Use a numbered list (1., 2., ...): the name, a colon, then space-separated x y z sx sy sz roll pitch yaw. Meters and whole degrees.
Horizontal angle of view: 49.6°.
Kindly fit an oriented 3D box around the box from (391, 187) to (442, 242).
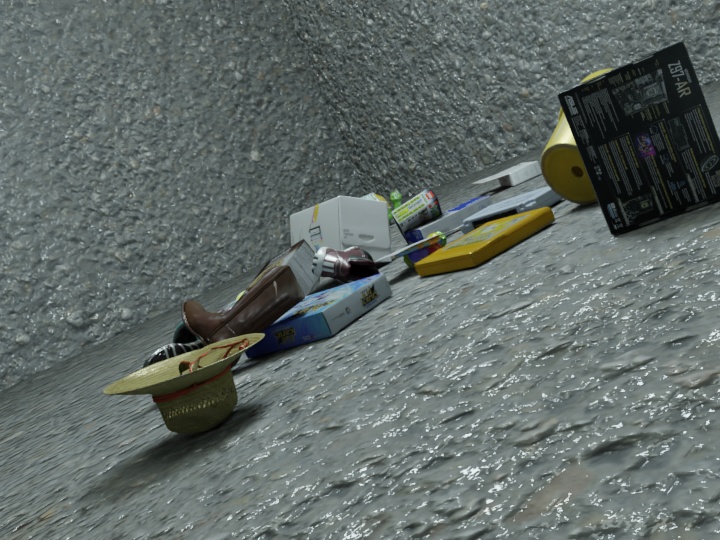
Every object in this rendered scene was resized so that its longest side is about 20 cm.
1. box: 0.139 -0.128 1.861 0.110 0.035 0.200 -33 -15 2

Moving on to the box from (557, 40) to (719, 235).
1. box: 0.362 -0.165 0.989 0.160 0.200 0.044 -21 8 27

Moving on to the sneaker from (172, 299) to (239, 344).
1. sneaker: -0.288 0.116 1.527 0.200 0.084 0.121 -30 0 11

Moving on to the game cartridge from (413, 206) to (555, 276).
1. game cartridge: 0.208 -0.048 1.345 0.200 0.033 0.176 -26 7 -31

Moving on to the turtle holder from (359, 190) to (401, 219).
1. turtle holder: 0.055 -0.214 2.812 0.185 0.132 0.141 -20 7 32

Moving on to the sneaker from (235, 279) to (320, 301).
1. sneaker: -0.175 0.063 1.720 0.200 0.076 0.105 -24 25 -5

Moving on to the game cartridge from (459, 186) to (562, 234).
1. game cartridge: 0.313 -0.125 1.594 0.133 0.041 0.200 -33 10 -36

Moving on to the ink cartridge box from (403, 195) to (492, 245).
1. ink cartridge box: 0.208 -0.114 1.825 0.200 0.044 0.094 -26 8 -19

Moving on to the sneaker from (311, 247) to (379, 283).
1. sneaker: 0.000 0.000 1.550 0.115 0.076 0.200 14 9 29

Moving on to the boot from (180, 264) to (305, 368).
1. boot: -0.190 0.048 1.269 0.200 0.064 0.186 -47 49 6

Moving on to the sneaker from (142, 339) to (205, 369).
1. sneaker: -0.311 0.166 1.320 0.115 0.076 0.200 -25 -6 32

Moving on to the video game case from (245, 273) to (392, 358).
1. video game case: -0.075 0.074 1.298 0.200 0.046 0.181 -18 9 38

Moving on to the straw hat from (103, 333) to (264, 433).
1. straw hat: -0.197 0.149 0.939 0.201 0.085 0.201 -17 6 2

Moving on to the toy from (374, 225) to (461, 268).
1. toy: 0.121 -0.037 1.501 0.115 0.047 0.200 -24 2 28

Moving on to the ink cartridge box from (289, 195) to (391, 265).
1. ink cartridge box: -0.047 -0.075 1.794 0.147 0.145 0.200 2 -11 -38

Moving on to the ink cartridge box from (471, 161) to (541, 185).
1. ink cartridge box: 0.436 -0.276 2.346 0.176 0.045 0.200 -23 6 2

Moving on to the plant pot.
1. plant pot: 0.420 -0.220 1.373 0.189 0.201 0.201 -46 17 -29

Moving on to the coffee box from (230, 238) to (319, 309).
1. coffee box: -0.157 0.033 1.522 0.113 0.080 0.200 -32 14 26
